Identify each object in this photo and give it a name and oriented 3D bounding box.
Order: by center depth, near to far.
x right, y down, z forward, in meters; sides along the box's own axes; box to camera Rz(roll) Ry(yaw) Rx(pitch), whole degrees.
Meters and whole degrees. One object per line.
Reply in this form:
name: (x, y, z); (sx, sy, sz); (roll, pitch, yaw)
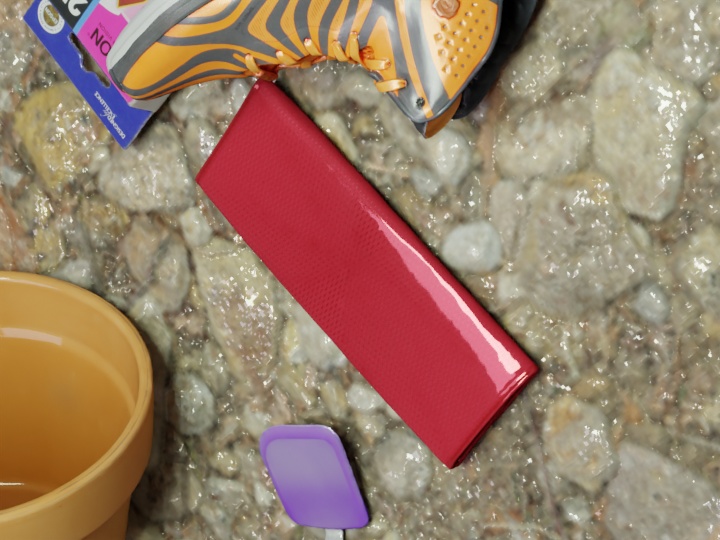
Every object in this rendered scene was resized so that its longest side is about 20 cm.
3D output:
sneaker: (-0.013, -0.100, 0.926); (0.200, 0.078, 0.112); (-27, 89, 19)
dish drying mat: (0.000, 0.000, 1.014); (0.200, 0.018, 0.077); (48, 127, 17)
ink cartridge box: (-0.105, -0.154, 1.026); (0.095, 0.037, 0.200); (52, 130, 12)
spatula: (-0.012, 0.172, 1.076); (0.056, 0.021, 0.201); (-2, 104, 37)
plant pot: (-0.205, 0.114, 1.113); (0.200, 0.200, 0.140); (26, 136, 29)
